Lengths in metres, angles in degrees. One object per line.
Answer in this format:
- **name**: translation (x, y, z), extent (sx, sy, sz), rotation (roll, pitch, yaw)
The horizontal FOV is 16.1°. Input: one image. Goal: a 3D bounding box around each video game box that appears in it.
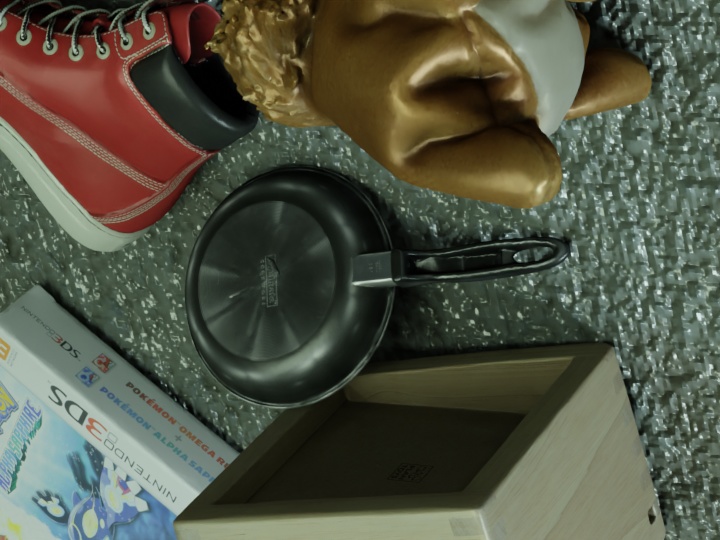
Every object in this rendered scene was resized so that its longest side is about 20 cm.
- **video game box**: translation (-0.146, 0.134, 1.374), extent (0.182, 0.047, 0.200), rotation (40, 134, 13)

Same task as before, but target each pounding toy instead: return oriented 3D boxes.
- **pounding toy**: translation (0.023, 0.131, 1.168), extent (0.199, 0.184, 0.143), rotation (-6, 111, 31)

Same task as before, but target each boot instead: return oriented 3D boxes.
- **boot**: translation (-0.142, -0.118, 1.198), extent (0.200, 0.072, 0.144), rotation (44, 134, -6)

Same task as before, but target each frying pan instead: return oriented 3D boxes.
- **frying pan**: translation (-0.006, 0.016, 1.169), extent (0.189, 0.031, 0.115), rotation (17, 90, 31)

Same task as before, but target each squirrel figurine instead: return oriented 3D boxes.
- **squirrel figurine**: translation (0.022, -0.147, 1.013), extent (0.199, 0.141, 0.188), rotation (12, 117, 28)
